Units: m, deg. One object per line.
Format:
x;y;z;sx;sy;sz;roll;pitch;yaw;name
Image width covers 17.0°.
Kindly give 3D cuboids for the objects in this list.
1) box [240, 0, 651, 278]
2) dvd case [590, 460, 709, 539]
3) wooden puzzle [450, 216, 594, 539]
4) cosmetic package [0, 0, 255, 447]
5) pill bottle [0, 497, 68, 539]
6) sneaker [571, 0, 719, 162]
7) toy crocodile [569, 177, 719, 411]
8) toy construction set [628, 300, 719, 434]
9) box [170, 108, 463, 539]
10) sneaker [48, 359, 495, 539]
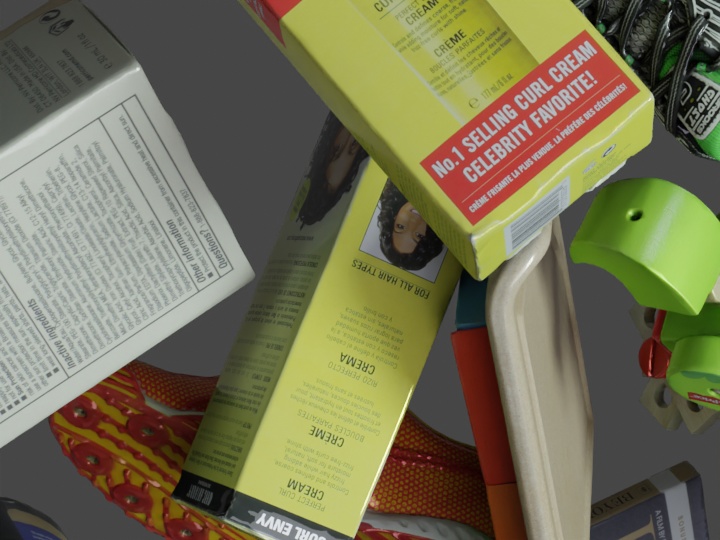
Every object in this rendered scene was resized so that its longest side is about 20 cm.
0.000;-0.097;0.751;0.075;0.200;0.050;-38;167;-4;box
0.071;0.183;1.063;0.200;0.016;0.149;-23;125;-16;dvd case
0.061;0.039;0.878;0.037;0.185;0.200;-2;118;8;wooden puzzle
-0.148;0.007;0.808;0.200;0.073;0.104;-32;127;-8;cosmetic package
-0.118;0.172;0.837;0.112;0.200;0.112;-13;122;-22;pill bottle
0.109;-0.090;0.804;0.200;0.085;0.078;27;130;-8;sneaker
0.154;0.031;0.877;0.200;0.062;0.068;32;68;-37;toy crocodile
0.213;0.046;0.999;0.200;0.131;0.092;-4;163;-26;toy construction set
0.000;0.000;0.841;0.050;0.075;0.200;24;82;-17;box
-0.028;0.070;0.922;0.200;0.077;0.073;22;139;-23;sneaker
